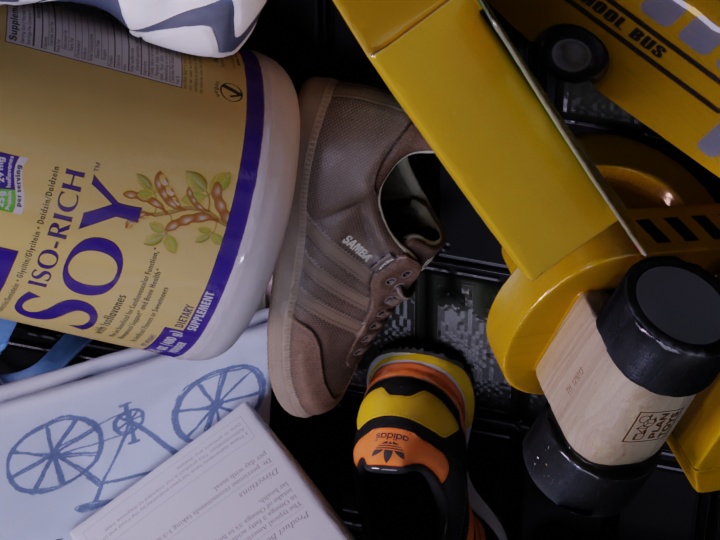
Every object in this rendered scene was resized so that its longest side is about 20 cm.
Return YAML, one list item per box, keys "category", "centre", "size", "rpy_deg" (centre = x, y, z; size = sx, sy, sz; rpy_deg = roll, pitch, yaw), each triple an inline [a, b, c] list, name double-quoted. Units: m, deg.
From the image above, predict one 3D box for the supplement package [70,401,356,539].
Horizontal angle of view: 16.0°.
- category: "supplement package"
  centre: [-0.035, 0.186, 1.263]
  size: [0.117, 0.200, 0.117]
  rpy_deg: [-36, 139, -3]

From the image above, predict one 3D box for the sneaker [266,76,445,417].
- category: "sneaker"
  centre: [0.000, 0.000, 1.216]
  size: [0.075, 0.070, 0.200]
  rpy_deg: [11, 134, 9]

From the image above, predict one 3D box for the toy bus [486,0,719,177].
- category: "toy bus"
  centre: [0.139, -0.101, 1.077]
  size: [0.200, 0.065, 0.078]
  rpy_deg: [34, 132, -11]

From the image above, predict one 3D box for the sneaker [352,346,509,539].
- category: "sneaker"
  centre: [0.029, 0.137, 1.315]
  size: [0.070, 0.090, 0.200]
  rpy_deg: [3, 132, 17]

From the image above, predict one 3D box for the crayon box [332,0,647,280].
- category: "crayon box"
  centre: [0.039, -0.081, 1.037]
  size: [0.051, 0.200, 0.127]
  rpy_deg: [-35, 119, 4]

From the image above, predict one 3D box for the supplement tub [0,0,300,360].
- category: "supplement tub"
  centre: [-0.141, -0.048, 1.137]
  size: [0.200, 0.145, 0.145]
  rpy_deg: [13, 137, -18]

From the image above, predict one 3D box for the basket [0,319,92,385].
- category: "basket"
  centre: [-0.207, 0.008, 1.266]
  size: [0.200, 0.139, 0.176]
  rpy_deg: [17, 140, -36]

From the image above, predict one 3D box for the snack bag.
- category: "snack bag"
  centre: [-0.127, 0.119, 1.304]
  size: [0.188, 0.021, 0.200]
  rpy_deg: [-18, 135, -23]

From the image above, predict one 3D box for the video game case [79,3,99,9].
- category: "video game case"
  centre: [-0.219, -0.178, 1.167]
  size: [0.200, 0.022, 0.182]
  rpy_deg: [9, 133, 13]

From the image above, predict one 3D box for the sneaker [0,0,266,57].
- category: "sneaker"
  centre: [-0.120, -0.175, 1.077]
  size: [0.199, 0.080, 0.130]
  rpy_deg: [17, 119, -14]

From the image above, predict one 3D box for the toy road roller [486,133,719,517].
- category: "toy road roller"
  centre: [0.151, 0.012, 1.158]
  size: [0.200, 0.146, 0.123]
  rpy_deg: [-4, 142, -28]
